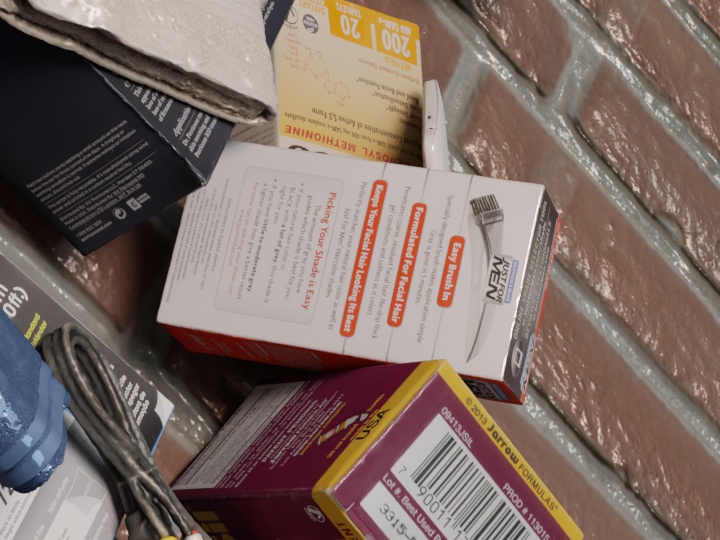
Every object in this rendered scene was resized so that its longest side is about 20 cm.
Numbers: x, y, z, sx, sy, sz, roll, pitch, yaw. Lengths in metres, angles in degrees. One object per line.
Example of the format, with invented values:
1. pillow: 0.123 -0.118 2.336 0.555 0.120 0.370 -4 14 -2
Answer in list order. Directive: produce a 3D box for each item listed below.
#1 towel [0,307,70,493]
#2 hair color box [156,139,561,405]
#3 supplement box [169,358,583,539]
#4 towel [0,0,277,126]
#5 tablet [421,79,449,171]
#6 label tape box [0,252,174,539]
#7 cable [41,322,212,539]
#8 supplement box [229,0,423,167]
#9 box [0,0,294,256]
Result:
1. towel: -0.213 0.014 1.103 0.200 0.048 0.112 53 4 -15
2. hair color box: 0.000 0.000 1.288 0.064 0.199 0.112 48 54 -67
3. supplement box: 0.001 0.132 1.264 0.131 0.200 0.103 50 63 -15
4. towel: -0.121 -0.164 1.227 0.199 0.034 0.133 21 53 -43
5. tablet: 0.051 -0.002 1.416 0.130 0.014 0.201 -84 169 -69
6. label tape box: -0.204 0.070 1.197 0.200 0.066 0.144 45 47 -24
7. cable: -0.097 0.116 1.200 0.097 0.050 0.201 -4 73 -66
8. supplement box: -0.025 -0.064 1.426 0.125 0.073 0.202 14 64 -40
9. box: -0.149 -0.148 1.299 0.182 0.104 0.201 47 38 -21
